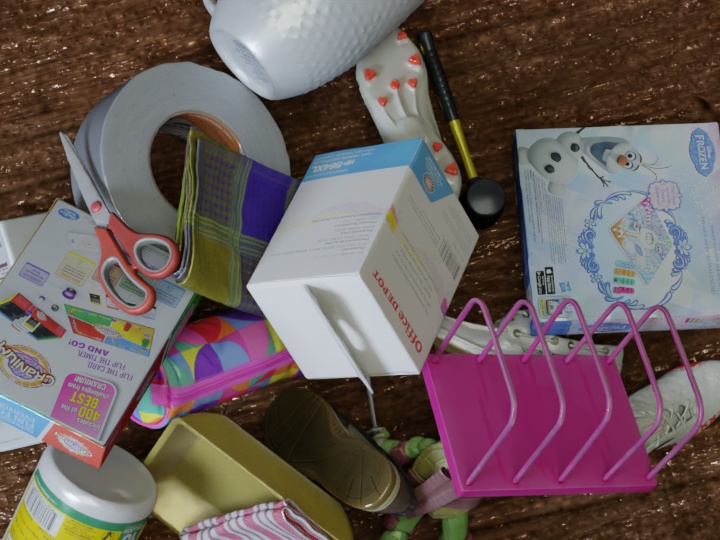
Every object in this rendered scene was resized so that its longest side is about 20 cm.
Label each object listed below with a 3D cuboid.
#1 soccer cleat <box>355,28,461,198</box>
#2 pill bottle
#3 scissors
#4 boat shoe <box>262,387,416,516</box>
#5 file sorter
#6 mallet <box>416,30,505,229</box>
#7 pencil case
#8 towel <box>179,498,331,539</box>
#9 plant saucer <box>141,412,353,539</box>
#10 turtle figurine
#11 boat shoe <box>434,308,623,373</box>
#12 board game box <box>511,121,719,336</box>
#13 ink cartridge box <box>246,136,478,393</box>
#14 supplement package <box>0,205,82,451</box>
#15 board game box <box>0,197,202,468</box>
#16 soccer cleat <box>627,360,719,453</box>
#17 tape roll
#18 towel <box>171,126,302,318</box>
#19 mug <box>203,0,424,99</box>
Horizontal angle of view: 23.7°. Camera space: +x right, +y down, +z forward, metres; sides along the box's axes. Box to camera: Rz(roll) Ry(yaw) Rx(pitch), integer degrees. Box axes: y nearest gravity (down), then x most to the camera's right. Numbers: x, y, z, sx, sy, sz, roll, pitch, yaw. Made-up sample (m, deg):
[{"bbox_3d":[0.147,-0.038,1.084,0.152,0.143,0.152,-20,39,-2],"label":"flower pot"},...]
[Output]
[{"bbox_3d":[0.043,-0.142,1.645,0.069,0.078,0.200,-17,69,-8],"label":"soccer cleat"},{"bbox_3d":[-0.273,0.261,1.568,0.113,0.113,0.200,28,110,-1],"label":"pill bottle"},{"bbox_3d":[-0.227,-0.041,1.478,0.073,0.014,0.200,-49,61,4],"label":"scissors"},{"bbox_3d":[-0.021,0.175,1.586,0.073,0.200,0.065,-49,130,-2],"label":"boat shoe"},{"bbox_3d":[0.179,0.105,1.503,0.199,0.126,0.139,2,54,-24],"label":"file sorter"},{"bbox_3d":[0.093,-0.137,1.644,0.041,0.066,0.201,-18,88,-6],"label":"mallet"},{"bbox_3d":[-0.127,0.080,1.569,0.200,0.088,0.089,-19,88,-41],"label":"pencil case"},{"bbox_3d":[-0.072,0.275,1.552,0.146,0.200,0.030,47,55,-13],"label":"towel"},{"bbox_3d":[-0.104,0.215,1.578,0.200,0.200,0.048,38,56,0],"label":"plant saucer"},{"bbox_3d":[0.077,0.195,1.627,0.144,0.200,0.194,5,112,-30],"label":"turtle figurine"},{"bbox_3d":[0.156,0.067,1.640,0.200,0.071,0.070,18,87,-11],"label":"boat shoe"},{"bbox_3d":[0.251,-0.041,1.629,0.198,0.043,0.201,-2,68,-2],"label":"board game box"},{"bbox_3d":[0.000,0.000,1.539,0.129,0.125,0.200,58,42,-33],"label":"ink cartridge box"},{"bbox_3d":[-0.284,0.051,1.576,0.117,0.117,0.201,-13,87,-42],"label":"supplement package"},{"bbox_3d":[-0.240,0.050,1.456,0.153,0.040,0.200,26,54,3],"label":"board game box"},{"bbox_3d":[0.273,0.145,1.630,0.200,0.085,0.069,-24,91,-2],"label":"soccer cleat"},{"bbox_3d":[-0.163,-0.088,1.583,0.200,0.066,0.201,10,73,-32],"label":"tape roll"},{"bbox_3d":[-0.098,-0.033,1.531,0.023,0.200,0.144,-8,70,33],"label":"towel"},{"bbox_3d":[-0.065,-0.258,1.602,0.175,0.148,0.200,-45,50,-16],"label":"mug"}]
